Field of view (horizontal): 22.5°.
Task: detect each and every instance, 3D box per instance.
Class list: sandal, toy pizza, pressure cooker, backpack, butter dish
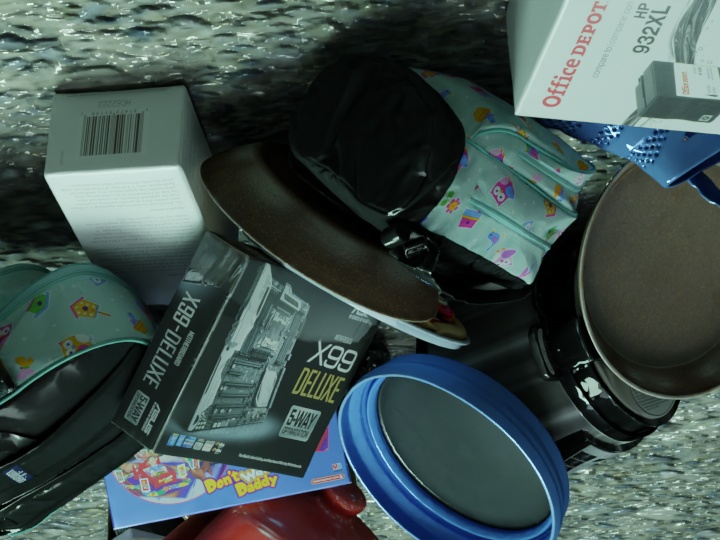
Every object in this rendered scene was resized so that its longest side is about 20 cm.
[{"bbox_3d":[0.213,-0.097,1.257,0.198,0.088,0.080,10,151,-15],"label":"sandal"},{"bbox_3d":[0.000,0.000,1.377,0.199,0.032,0.200,28,-174,-3],"label":"toy pizza"},{"bbox_3d":[0.165,0.065,1.455,0.199,0.177,0.179,-24,124,34],"label":"pressure cooker"},{"bbox_3d":[-0.238,0.085,1.361,0.199,0.154,0.176,-28,145,4],"label":"backpack"},{"bbox_3d":[0.066,-0.063,1.240,0.199,0.167,0.127,25,107,-43],"label":"backpack"},{"bbox_3d":[-0.049,0.241,1.551,0.148,0.200,0.199,-54,173,14],"label":"butter dish"}]

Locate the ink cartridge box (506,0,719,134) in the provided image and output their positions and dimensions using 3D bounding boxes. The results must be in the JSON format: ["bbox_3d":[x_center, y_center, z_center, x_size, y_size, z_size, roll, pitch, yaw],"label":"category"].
[{"bbox_3d":[0.205,-0.160,1.142,0.198,0.084,0.145,4,151,-9],"label":"ink cartridge box"}]

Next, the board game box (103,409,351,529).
[{"bbox_3d":[-0.117,0.124,1.483,0.198,0.136,0.045,-10,-170,-2],"label":"board game box"}]

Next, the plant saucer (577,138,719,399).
[{"bbox_3d":[0.239,-0.006,1.350,0.199,0.202,0.034,17,-178,-29],"label":"plant saucer"}]

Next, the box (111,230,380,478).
[{"bbox_3d":[-0.078,0.068,1.363,0.050,0.158,0.200,30,-175,33],"label":"box"}]

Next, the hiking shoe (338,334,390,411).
[{"bbox_3d":[-0.026,0.079,1.603,0.086,0.075,0.200,24,161,15],"label":"hiking shoe"}]

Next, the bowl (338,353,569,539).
[{"bbox_3d":[0.075,0.149,1.420,0.200,0.039,0.202,25,139,24],"label":"bowl"}]

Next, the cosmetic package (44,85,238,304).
[{"bbox_3d":[-0.157,-0.051,1.341,0.101,0.072,0.200,-3,151,6],"label":"cosmetic package"}]

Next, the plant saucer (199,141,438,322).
[{"bbox_3d":[-0.020,-0.037,1.290,0.200,0.201,0.037,21,109,-34],"label":"plant saucer"}]

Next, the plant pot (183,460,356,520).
[{"bbox_3d":[-0.084,0.168,1.677,0.199,0.093,0.202,13,125,20],"label":"plant pot"}]

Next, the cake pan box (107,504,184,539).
[{"bbox_3d":[-0.160,0.238,1.748,0.199,0.185,0.052,23,139,-35],"label":"cake pan box"}]
